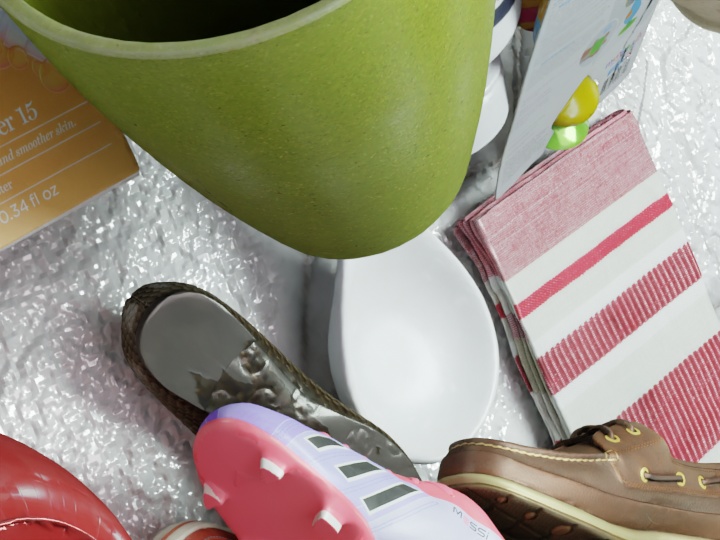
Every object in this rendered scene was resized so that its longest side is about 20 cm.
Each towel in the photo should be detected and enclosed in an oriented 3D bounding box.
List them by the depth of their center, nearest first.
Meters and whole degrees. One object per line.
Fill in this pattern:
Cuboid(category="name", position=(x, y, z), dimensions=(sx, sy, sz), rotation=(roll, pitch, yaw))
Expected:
Cuboid(category="towel", position=(0.133, 0.034, 1.158), dimensions=(0.144, 0.023, 0.200), rotation=(-34, 104, -40))

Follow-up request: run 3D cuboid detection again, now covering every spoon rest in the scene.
Cuboid(category="spoon rest", position=(0.000, 0.000, 1.030), dimensions=(0.200, 0.061, 0.099), rotation=(54, 54, -16))

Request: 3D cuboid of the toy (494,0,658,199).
Cuboid(category="toy", position=(0.101, -0.132, 1.052), dimensions=(0.047, 0.200, 0.115), rotation=(36, 59, 20))

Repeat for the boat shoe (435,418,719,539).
Cuboid(category="boat shoe", position=(0.112, 0.104, 1.074), dimensions=(0.200, 0.072, 0.068), rotation=(19, 68, -39))

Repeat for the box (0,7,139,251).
Cuboid(category="box", position=(-0.195, -0.093, 0.865), dimensions=(0.124, 0.097, 0.200), rotation=(-34, 103, -38))

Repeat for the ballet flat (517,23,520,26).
Cuboid(category="ballet flat", position=(0.008, -0.169, 1.080), dimensions=(0.200, 0.069, 0.063), rotation=(42, 86, -23))

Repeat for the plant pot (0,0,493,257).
Cuboid(category="plant pot", position=(-0.026, -0.096, 0.854), dimensions=(0.200, 0.187, 0.187), rotation=(66, 40, -55))

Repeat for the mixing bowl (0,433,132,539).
Cuboid(category="mixing bowl", position=(-0.149, 0.145, 0.850), dimensions=(0.200, 0.108, 0.201), rotation=(8, 77, -38))

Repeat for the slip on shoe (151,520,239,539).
Cuboid(category="slip on shoe", position=(-0.018, 0.179, 0.980), dimensions=(0.200, 0.061, 0.074), rotation=(48, 58, -20))

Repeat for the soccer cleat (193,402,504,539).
Cuboid(category="soccer cleat", position=(0.008, 0.110, 0.976), dimensions=(0.200, 0.067, 0.077), rotation=(40, 45, -23))

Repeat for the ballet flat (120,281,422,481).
Cuboid(category="ballet flat", position=(-0.036, 0.076, 1.000), dimensions=(0.200, 0.046, 0.067), rotation=(45, 76, -27))

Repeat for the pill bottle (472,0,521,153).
Cuboid(category="pill bottle", position=(0.011, -0.146, 0.990), dimensions=(0.111, 0.111, 0.200), rotation=(-47, 140, -35))

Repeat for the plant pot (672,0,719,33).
Cuboid(category="plant pot", position=(0.129, -0.233, 1.115), dimensions=(0.183, 0.200, 0.201), rotation=(10, 75, -25))
